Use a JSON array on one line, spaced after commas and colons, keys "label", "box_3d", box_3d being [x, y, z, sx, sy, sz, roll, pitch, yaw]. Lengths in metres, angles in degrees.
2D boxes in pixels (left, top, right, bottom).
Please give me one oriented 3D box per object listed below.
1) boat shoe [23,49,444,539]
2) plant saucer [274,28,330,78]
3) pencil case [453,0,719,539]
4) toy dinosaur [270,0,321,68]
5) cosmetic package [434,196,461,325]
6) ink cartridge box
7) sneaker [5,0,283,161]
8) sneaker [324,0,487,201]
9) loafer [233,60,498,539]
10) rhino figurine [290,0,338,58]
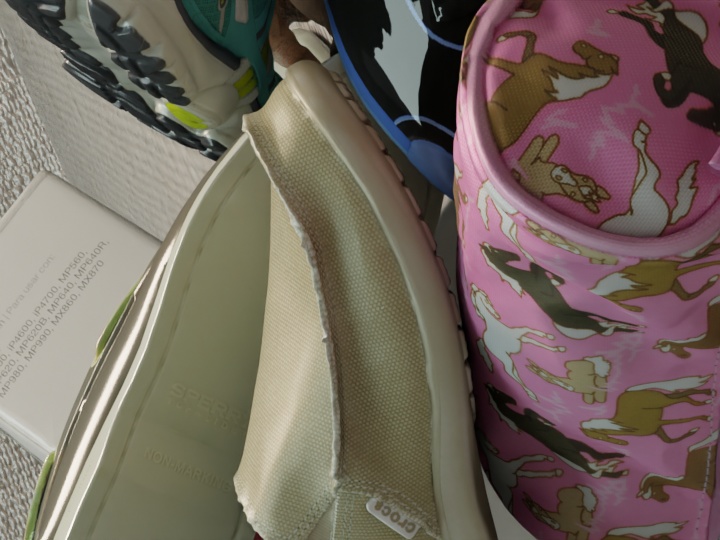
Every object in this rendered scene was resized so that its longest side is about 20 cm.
[{"label": "boat shoe", "box_3d": [-0.041, 0.022, 0.777, 0.072, 0.202, 0.060, 30, 172, -21]}, {"label": "plant saucer", "box_3d": [-0.009, -0.008, 1.186, 0.201, 0.050, 0.200, 62, 170, 20]}, {"label": "pencil case", "box_3d": [0.068, 0.004, 0.677, 0.200, 0.086, 0.083, 80, -175, -60]}, {"label": "toy dinosaur", "box_3d": [-0.056, -0.135, 1.054, 0.200, 0.085, 0.136, -109, 6, -57]}, {"label": "cosmetic package", "box_3d": [0.000, 0.000, 0.959, 0.051, 0.083, 0.200, 37, 173, -18]}, {"label": "ink cartridge box", "box_3d": [-0.035, 0.067, 0.887, 0.200, 0.085, 0.146, 29, 169, 32]}, {"label": "sneaker", "box_3d": [-0.045, -0.081, 0.795, 0.077, 0.080, 0.200, 30, 173, 10]}, {"label": "sneaker", "box_3d": [0.014, -0.108, 0.735, 0.201, 0.070, 0.078, 62, 171, 17]}, {"label": "loafer", "box_3d": [-0.004, 0.043, 0.715, 0.076, 0.068, 0.201, -119, 13, -72]}, {"label": "rhino figurine", "box_3d": [0.016, -0.076, 0.836, 0.200, 0.060, 0.088, 58, 159, 24]}]
